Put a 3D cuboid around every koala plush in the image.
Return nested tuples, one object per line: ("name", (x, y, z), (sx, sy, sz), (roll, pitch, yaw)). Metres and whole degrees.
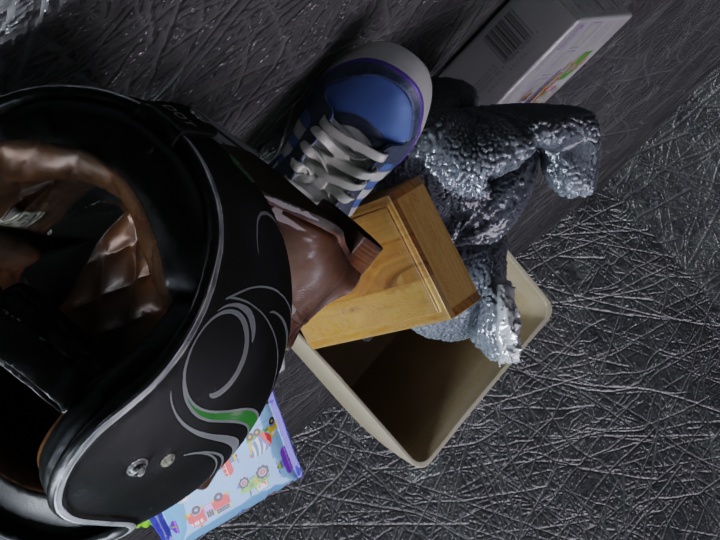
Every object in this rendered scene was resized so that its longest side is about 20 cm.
("koala plush", (0.070, -0.034, 1.071), (0.183, 0.176, 0.202), (-19, 121, -54))

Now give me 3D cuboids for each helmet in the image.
("helmet", (-0.126, 0.024, 0.626), (0.200, 0.200, 0.191), (-39, 165, -12))

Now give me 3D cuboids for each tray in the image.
("tray", (0.000, 0.000, 1.047), (0.037, 0.099, 0.199), (-32, -171, -33))

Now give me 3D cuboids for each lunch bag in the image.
("lunch bag", (-0.154, 0.138, 1.278), (0.150, 0.094, 0.201), (-28, 133, -20))

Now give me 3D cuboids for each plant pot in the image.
("plant pot", (0.018, 0.033, 1.277), (0.200, 0.200, 0.177), (-47, -161, -17))

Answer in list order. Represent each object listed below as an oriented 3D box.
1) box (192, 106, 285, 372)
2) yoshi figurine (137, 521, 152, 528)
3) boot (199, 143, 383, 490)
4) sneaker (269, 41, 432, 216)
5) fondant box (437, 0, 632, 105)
("box", (-0.112, 0.014, 0.827), (0.116, 0.060, 0.201), (-38, 148, -25))
("yoshi figurine", (-0.232, 0.206, 1.403), (0.199, 0.112, 0.112), (-37, 178, -7))
("boot", (-0.087, 0.039, 0.773), (0.200, 0.064, 0.186), (-50, 149, 5))
("sneaker", (-0.031, -0.047, 0.921), (0.200, 0.080, 0.147), (-42, -161, 50))
("fondant box", (0.154, -0.196, 1.232), (0.144, 0.058, 0.200), (-45, 171, 25))
